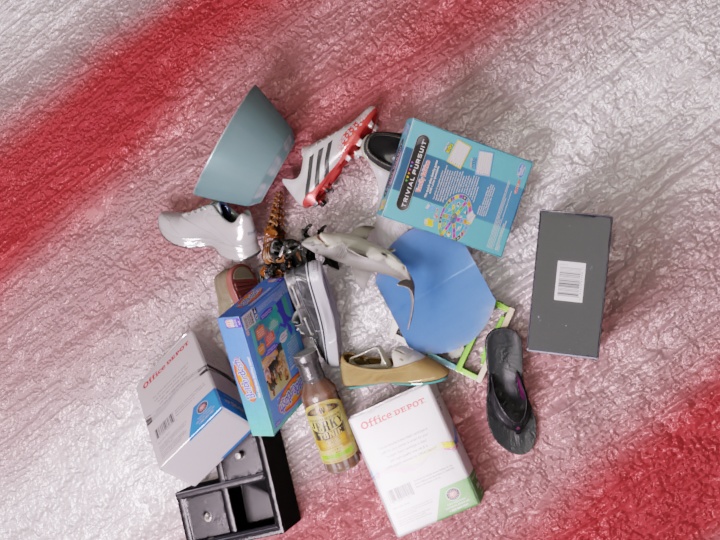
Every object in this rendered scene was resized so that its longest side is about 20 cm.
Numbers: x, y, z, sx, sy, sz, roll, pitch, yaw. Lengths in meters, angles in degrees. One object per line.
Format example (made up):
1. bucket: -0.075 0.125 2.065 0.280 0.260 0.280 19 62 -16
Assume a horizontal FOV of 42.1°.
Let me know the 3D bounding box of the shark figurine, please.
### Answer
1. shark figurine: 0.022 0.004 1.459 0.213 0.128 0.090 30 122 25

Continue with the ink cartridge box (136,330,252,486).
1. ink cartridge box: -0.271 0.219 1.512 0.146 0.084 0.201 -44 40 9

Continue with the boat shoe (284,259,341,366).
1. boat shoe: -0.075 0.070 1.490 0.070 0.072 0.202 -9 122 6

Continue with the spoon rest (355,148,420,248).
1. spoon rest: 0.055 -0.110 1.511 0.098 0.061 0.202 -22 97 13

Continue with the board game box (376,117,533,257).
1. board game box: 0.142 -0.124 1.407 0.198 0.047 0.153 18 93 -11

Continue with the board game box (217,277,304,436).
1. board game box: -0.144 0.133 1.466 0.044 0.152 0.202 -6 109 26

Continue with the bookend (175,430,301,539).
1. bookend: -0.222 0.344 1.545 0.196 0.092 0.203 -14 85 13

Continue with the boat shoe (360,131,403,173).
1. boat shoe: 0.099 -0.177 1.454 0.198 0.068 0.073 16 78 -8

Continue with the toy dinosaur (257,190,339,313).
1. toy dinosaur: -0.119 -0.023 1.531 0.134 0.102 0.202 -10 109 30

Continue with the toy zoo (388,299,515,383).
1. toy zoo: 0.132 0.077 1.500 0.198 0.020 0.132 27 95 13

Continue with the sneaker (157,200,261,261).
1. sneaker: -0.250 -0.079 1.548 0.198 0.074 0.088 12 118 22

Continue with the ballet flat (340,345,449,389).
1. ballet flat: 0.046 0.149 1.467 0.198 0.068 0.064 -9 98 34

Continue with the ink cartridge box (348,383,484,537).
1. ink cartridge box: 0.089 0.293 1.474 0.144 0.084 0.202 -25 83 12

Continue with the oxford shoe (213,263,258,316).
1. oxford shoe: -0.193 0.092 1.567 0.074 0.070 0.203 -13 91 44

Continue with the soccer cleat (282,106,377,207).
1. soccer cleat: -0.049 -0.195 1.526 0.085 0.069 0.201 39 102 10

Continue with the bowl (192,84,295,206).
1. bowl: -0.176 -0.185 1.507 0.104 0.201 0.202 29 96 -7

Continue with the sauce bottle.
1. sauce bottle: -0.059 0.224 1.499 0.064 0.065 0.202 -18 100 13

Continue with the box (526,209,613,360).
1. box: 0.307 0.020 1.376 0.103 0.182 0.203 6 90 14

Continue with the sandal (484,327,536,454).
1. sandal: 0.228 0.191 1.450 0.074 0.048 0.203 -10 94 2

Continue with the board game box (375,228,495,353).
1. board game box: 0.119 0.031 1.475 0.157 0.039 0.202 -32 76 16
